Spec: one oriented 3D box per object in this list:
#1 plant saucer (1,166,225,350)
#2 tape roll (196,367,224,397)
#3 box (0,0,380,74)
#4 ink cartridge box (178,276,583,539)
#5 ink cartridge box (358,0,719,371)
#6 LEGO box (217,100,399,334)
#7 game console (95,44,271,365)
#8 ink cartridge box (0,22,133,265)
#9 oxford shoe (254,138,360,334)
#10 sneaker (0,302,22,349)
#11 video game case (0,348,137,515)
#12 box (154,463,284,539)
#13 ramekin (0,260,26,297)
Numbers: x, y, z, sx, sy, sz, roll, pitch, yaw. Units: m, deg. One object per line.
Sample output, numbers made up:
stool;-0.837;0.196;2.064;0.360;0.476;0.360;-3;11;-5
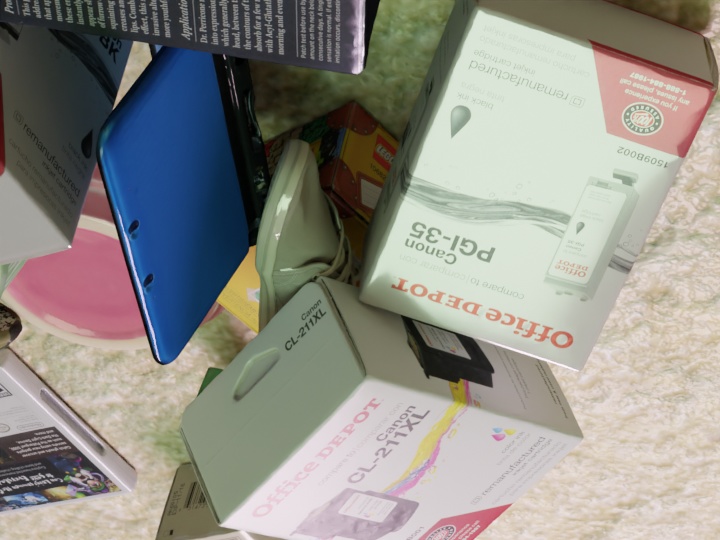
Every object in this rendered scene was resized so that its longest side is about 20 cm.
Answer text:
plant saucer;-0.183;-0.008;1.389;0.200;0.051;0.201;9;143;7
tape roll;-0.024;0.126;1.435;0.200;0.048;0.200;20;173;3
box;-0.081;-0.200;1.030;0.200;0.149;0.107;10;142;6
ink cartridge box;0.013;0.099;1.229;0.200;0.083;0.146;18;126;-43
ink cartridge box;0.098;-0.057;1.154;0.146;0.083;0.200;18;119;-6
LEGO box;0.000;0.000;1.318;0.149;0.077;0.200;-22;130;37
game console;-0.121;-0.080;1.154;0.118;0.171;0.200;-28;142;-17
ink cartridge box;-0.209;-0.123;1.128;0.083;0.200;0.147;-11;137;25
oxford shoe;-0.029;-0.008;1.193;0.058;0.075;0.200;15;147;10
sneaker;-0.328;-0.005;1.410;0.200;0.077;0.089;24;126;4
video game case;-0.312;0.139;1.641;0.200;0.023;0.182;-13;135;30
box;-0.069;0.239;1.644;0.095;0.078;0.200;-12;136;30
ramekin;-0.292;-0.048;1.251;0.200;0.098;0.200;9;121;16
